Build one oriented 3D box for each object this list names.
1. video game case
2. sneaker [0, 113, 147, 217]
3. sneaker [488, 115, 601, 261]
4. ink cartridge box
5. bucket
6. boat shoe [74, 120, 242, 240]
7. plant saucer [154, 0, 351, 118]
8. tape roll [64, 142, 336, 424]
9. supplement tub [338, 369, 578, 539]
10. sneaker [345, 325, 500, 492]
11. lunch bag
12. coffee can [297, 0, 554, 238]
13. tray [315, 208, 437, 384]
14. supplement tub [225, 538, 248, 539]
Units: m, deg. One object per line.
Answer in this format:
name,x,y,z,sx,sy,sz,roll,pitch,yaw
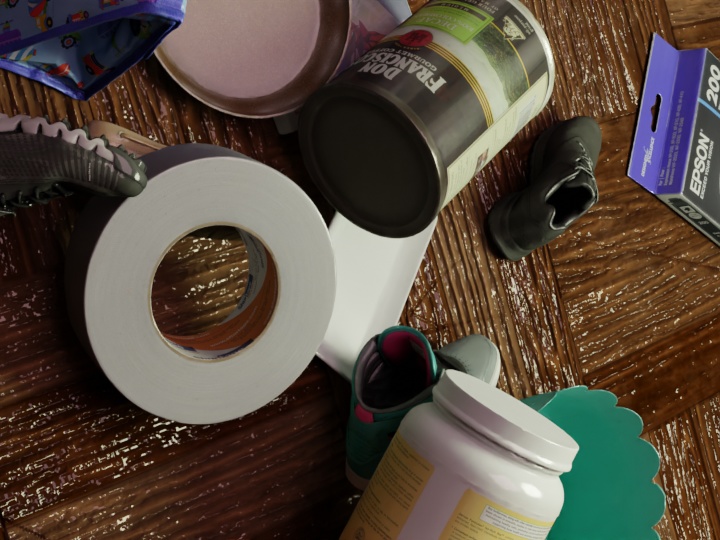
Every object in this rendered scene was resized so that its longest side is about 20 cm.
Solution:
video game case,-0.032,-0.238,1.252,0.199,0.023,0.184,-28,100,-42
sneaker,-0.247,-0.065,0.952,0.197,0.066,0.092,15,82,1
sneaker,0.209,-0.088,1.393,0.076,0.090,0.201,48,52,-21
ink cartridge box,0.401,-0.152,1.612,0.199,0.043,0.200,30,62,-33
bucket,0.166,0.210,1.260,0.205,0.134,0.210,11,74,-39
boat shoe,-0.130,-0.070,1.095,0.198,0.071,0.065,15,72,-38
plant saucer,-0.100,-0.227,1.160,0.198,0.032,0.203,2,86,-28
tape roll,-0.119,0.009,1.037,0.198,0.066,0.203,-7,107,-24
supplement tub,0.073,0.197,1.095,0.144,0.145,0.202,24,98,-36
sneaker,0.055,0.089,1.197,0.200,0.083,0.122,-42,146,-36
lunch bag,-0.178,-0.231,0.998,0.093,0.199,0.153,19,69,-37
coffee can,0.060,-0.143,1.205,0.200,0.145,0.147,-44,110,-38
tray,0.000,0.000,1.231,0.107,0.022,0.202,40,57,-28
supplement tub,-0.096,0.310,1.012,0.122,0.122,0.202,38,58,-30
